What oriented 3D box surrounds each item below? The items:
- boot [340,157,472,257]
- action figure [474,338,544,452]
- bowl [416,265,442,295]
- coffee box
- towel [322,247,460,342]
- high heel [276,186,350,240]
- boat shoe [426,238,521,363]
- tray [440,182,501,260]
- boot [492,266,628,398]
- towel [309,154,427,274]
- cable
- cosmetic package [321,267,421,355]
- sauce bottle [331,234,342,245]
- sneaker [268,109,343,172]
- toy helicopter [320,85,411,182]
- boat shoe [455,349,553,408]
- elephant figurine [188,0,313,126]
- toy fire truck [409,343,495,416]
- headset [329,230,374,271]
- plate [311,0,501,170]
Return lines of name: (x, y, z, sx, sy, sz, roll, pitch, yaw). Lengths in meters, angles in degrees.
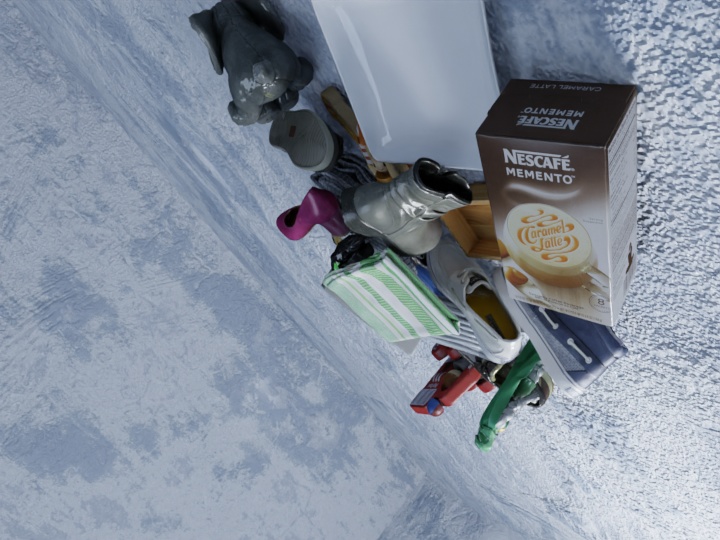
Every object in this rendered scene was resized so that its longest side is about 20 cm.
boot: (0.079, -0.069, 0.707, 0.128, 0.070, 0.197, -14, 165, 35)
action figure: (0.226, 0.174, 0.867, 0.054, 0.201, 0.119, 39, 165, 8)
bowl: (0.093, 0.035, 1.170, 0.199, 0.039, 0.202, 42, 164, 14)
coffee box: (0.182, -0.058, 0.540, 0.112, 0.080, 0.203, 15, 143, 37)
towel: (0.038, 0.044, 0.820, 0.152, 0.024, 0.199, 43, 155, -13)
high heel: (-0.097, -0.101, 0.963, 0.196, 0.069, 0.096, 2, 145, 48)
boat shoe: (0.155, 0.027, 0.820, 0.071, 0.069, 0.204, 90, 156, -60)
tray: (0.171, -0.058, 0.724, 0.099, 0.037, 0.198, 51, 163, -20)
boot: (0.249, 0.052, 0.762, 0.072, 0.090, 0.203, 21, -147, -45)
towel: (0.024, -0.086, 0.959, 0.198, 0.085, 0.168, 33, 160, 42)
cable: (0.145, 0.086, 0.941, 0.195, 0.072, 0.199, 18, 176, -26)
cosmetic package: (0.028, 0.056, 1.079, 0.197, 0.092, 0.107, 35, 177, -9)
sauce bottle: (0.020, -0.050, 1.097, 0.198, 0.066, 0.067, 22, 155, 52)
sneaker: (-0.052, -0.182, 0.866, 0.104, 0.077, 0.200, 14, -164, -32)
toy helicopter: (0.003, -0.179, 0.793, 0.201, 0.078, 0.133, 52, 176, 25)
boat shoe: (0.235, 0.157, 1.020, 0.196, 0.075, 0.064, 31, -156, 18)
elephant figurine: (-0.165, -0.311, 0.811, 0.154, 0.140, 0.204, -34, 86, 46)
toy fire truck: (0.177, 0.212, 1.158, 0.112, 0.169, 0.200, 43, 165, -2)
headset: (0.000, 0.000, 0.897, 0.123, 0.093, 0.202, 41, 147, 18)
plate: (0.058, -0.195, 0.597, 0.196, 0.032, 0.203, 14, 141, 41)
